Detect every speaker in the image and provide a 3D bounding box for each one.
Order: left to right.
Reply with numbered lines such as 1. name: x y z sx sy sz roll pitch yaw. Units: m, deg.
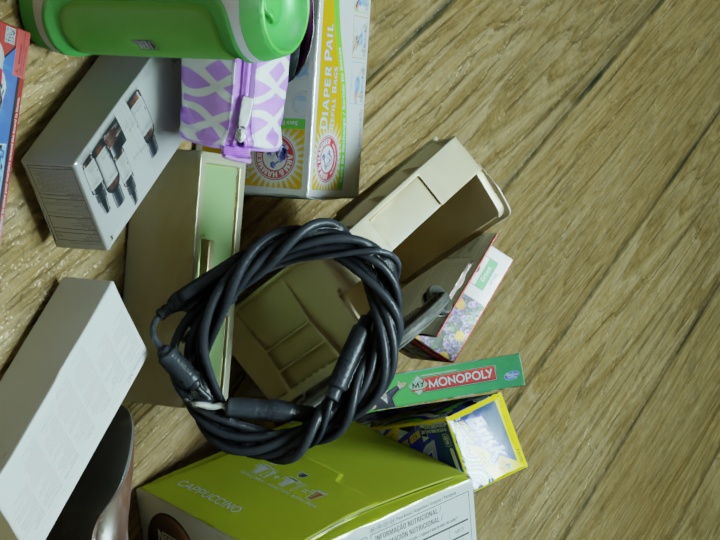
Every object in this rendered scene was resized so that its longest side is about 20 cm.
1. speaker: -0.140 -0.191 1.527 0.088 0.199 0.089 -19 111 -62

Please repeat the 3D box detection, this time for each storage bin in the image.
1. storage bin: 0.000 0.000 1.802 0.094 0.198 0.200 51 54 -3

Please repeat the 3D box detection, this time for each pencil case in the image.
1. pencil case: -0.089 -0.181 1.596 0.086 0.083 0.201 -103 -163 -75

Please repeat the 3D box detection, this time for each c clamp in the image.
1. c clamp: 0.008 0.066 1.800 0.027 0.200 0.171 54 36 0

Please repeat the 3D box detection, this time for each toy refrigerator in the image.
1. toy refrigerator: -0.139 0.006 1.712 0.076 0.070 0.201 5 90 -65

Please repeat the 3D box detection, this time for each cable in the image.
1. cable: -0.050 0.053 1.645 0.164 0.199 0.051 59 0 -4

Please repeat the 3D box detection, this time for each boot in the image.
1. boot: -0.182 0.222 1.676 0.200 0.064 0.187 54 46 -58

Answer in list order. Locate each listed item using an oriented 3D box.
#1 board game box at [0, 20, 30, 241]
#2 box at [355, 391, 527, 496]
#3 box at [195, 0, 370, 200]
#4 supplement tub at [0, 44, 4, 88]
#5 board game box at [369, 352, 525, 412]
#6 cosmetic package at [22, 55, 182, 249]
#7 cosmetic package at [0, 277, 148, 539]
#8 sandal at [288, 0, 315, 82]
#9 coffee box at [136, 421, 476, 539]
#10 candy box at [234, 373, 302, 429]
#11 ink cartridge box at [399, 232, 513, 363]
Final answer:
1. board game box: -0.274 -0.077 1.476 0.103 0.019 0.201 17 79 -63
2. box: 0.050 0.151 1.804 0.064 0.200 0.070 -22 94 -32
3. box: -0.063 -0.160 1.794 0.101 0.112 0.201 -4 99 -65
4. supplement tub: -0.293 -0.053 1.302 0.140 0.140 0.201 8 87 -64
5. board game box: 0.071 0.095 1.829 0.200 0.134 0.029 37 44 -86
6. cosmetic package: -0.176 -0.111 1.621 0.200 0.050 0.083 -61 147 -42
7. cosmetic package: -0.227 0.105 1.567 0.200 0.050 0.083 -63 145 -38
8. sandal: -0.056 -0.200 1.692 0.201 0.048 0.075 -66 169 9
9. coffee box: -0.039 0.255 1.747 0.199 0.199 0.199 -20 115 -34
10. candy box: -0.038 0.090 1.955 0.200 0.056 0.117 -61 146 -43
11. ink cartridge box: 0.080 0.024 1.903 0.109 0.050 0.200 -59 -167 -8
